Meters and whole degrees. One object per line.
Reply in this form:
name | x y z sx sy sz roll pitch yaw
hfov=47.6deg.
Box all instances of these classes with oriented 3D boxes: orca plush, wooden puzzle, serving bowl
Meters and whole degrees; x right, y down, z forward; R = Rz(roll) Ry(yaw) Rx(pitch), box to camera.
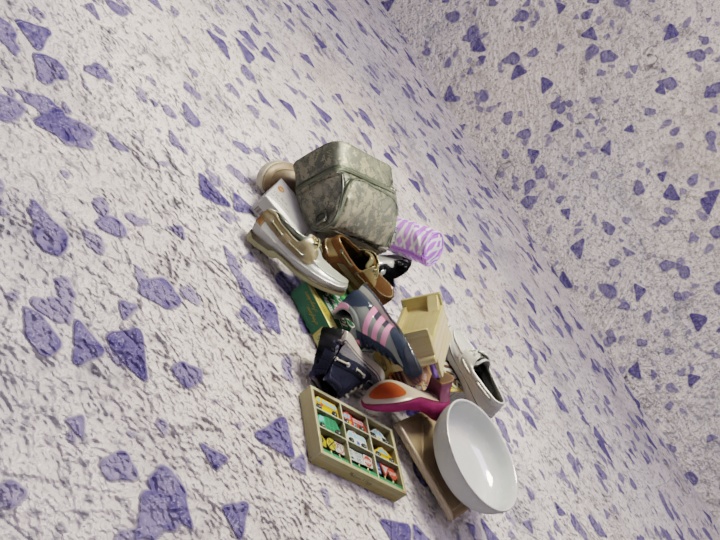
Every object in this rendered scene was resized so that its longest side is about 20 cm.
orca plush | 0.060 0.002 1.808 0.104 0.072 0.200 9 11 13
wooden puzzle | 0.145 0.337 1.448 0.186 0.037 0.199 59 26 16
serving bowl | 0.186 0.326 1.401 0.199 0.066 0.202 38 34 -31

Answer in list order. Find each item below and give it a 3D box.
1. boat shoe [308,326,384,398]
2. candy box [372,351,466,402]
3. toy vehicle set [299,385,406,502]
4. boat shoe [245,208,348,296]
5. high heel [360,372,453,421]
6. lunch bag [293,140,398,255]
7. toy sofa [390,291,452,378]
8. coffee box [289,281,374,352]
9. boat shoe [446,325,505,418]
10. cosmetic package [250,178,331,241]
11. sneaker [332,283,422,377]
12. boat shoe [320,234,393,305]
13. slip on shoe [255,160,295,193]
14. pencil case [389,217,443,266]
boat shoe | -0.025 0.176 1.340 0.200 0.074 0.094 52 51 -49
candy box | 0.128 0.195 1.558 0.198 0.055 0.116 5 50 -41
toy vehicle set | -0.011 0.269 1.259 0.199 0.026 0.125 35 27 -38
boat shoe | -0.099 -0.031 1.412 0.199 0.069 0.075 33 9 -6
high heel | 0.078 0.237 1.394 0.198 0.097 0.067 -4 29 -33
lunch bag | -0.021 -0.127 1.553 0.199 0.138 0.170 21 57 -49
toy sofa | 0.108 0.121 1.480 0.200 0.082 0.099 -58 134 -68
coffee box | -0.034 0.086 1.473 0.199 0.044 0.124 13 44 -58
boat shoe | 0.220 0.183 1.557 0.073 0.065 0.202 3 52 -44
cosmetic package | -0.111 -0.071 1.534 0.200 0.050 0.083 48 31 -11
sneaker | 0.027 0.115 1.354 0.200 0.082 0.070 52 -9 38
boat shoe | 0.000 0.000 1.504 0.199 0.073 0.076 33 36 -39
slip on shoe | -0.119 -0.163 1.615 0.060 0.077 0.199 28 5 39
pencil case | 0.085 -0.070 1.780 0.085 0.198 0.085 -38 132 -39
